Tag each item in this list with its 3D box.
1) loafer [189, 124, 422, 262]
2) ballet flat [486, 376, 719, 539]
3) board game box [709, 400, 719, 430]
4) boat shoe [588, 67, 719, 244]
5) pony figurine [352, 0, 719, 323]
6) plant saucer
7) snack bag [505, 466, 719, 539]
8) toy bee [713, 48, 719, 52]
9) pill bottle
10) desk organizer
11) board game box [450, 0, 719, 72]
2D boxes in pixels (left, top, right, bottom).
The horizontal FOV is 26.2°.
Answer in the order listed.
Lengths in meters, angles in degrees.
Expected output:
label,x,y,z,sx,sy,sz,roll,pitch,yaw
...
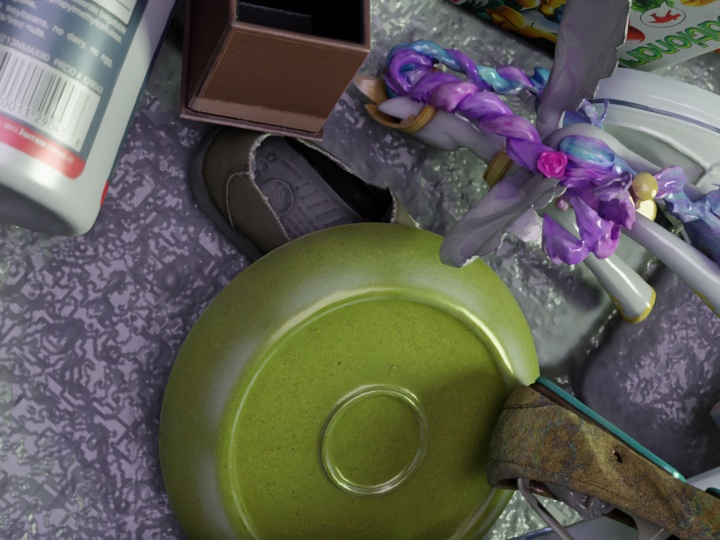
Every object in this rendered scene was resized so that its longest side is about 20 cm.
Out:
label,x,y,z,sx,sy,sz,roll,pitch,yaw
loafer,0.000,0.000,0.770,0.199,0.070,0.076,39,74,-12
ballet flat,0.141,0.120,0.700,0.199,0.071,0.071,29,73,28
board game box,0.316,0.097,0.857,0.199,0.041,0.201,-37,103,-19
boat shoe,0.199,-0.041,0.841,0.198,0.073,0.067,25,76,-16
pony figurine,0.100,-0.049,0.745,0.199,0.193,0.168,32,80,-14
plant saucer,0.002,0.078,0.748,0.197,0.031,0.203,-6,108,-17
snack bag,0.177,0.170,0.699,0.187,0.022,0.201,-19,49,-6
toy bee,0.230,-0.223,0.867,0.130,0.109,0.201,30,101,-22
pill bottle,-0.144,-0.129,0.707,0.119,0.119,0.202,23,78,-16
desk organizer,-0.039,-0.172,0.736,0.071,0.077,0.202,8,63,-18
board game box,0.129,-0.149,0.756,0.125,0.200,0.035,24,77,-19
